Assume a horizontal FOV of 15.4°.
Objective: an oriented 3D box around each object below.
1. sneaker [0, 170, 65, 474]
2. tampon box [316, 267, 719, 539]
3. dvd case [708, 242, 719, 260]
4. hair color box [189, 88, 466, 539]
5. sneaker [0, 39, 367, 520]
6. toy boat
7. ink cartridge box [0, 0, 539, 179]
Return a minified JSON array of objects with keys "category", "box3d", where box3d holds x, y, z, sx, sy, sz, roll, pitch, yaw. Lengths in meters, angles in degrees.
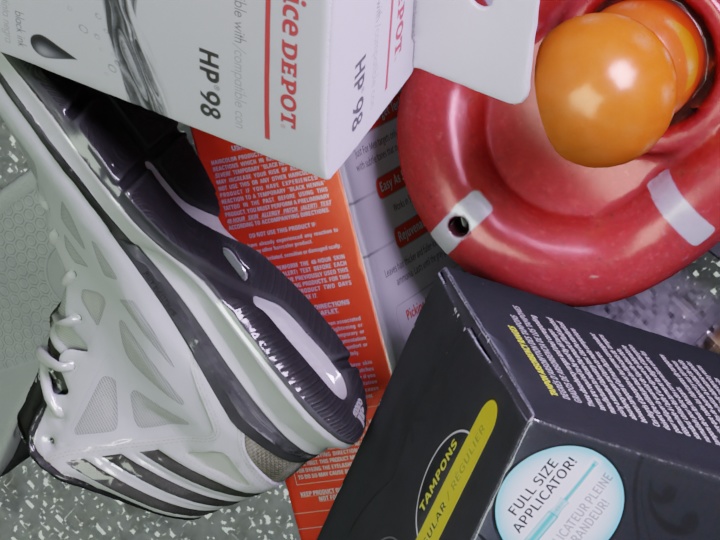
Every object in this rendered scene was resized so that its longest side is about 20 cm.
[{"category":"sneaker","box3d":[-0.112,0.003,1.065,0.071,0.099,0.200,42,128,5]},{"category":"tampon box","box3d":[0.100,0.113,0.935,0.200,0.126,0.150,17,108,-19]},{"category":"dvd case","box3d":[0.135,-0.087,0.982,0.200,0.022,0.146,36,116,12]},{"category":"hair color box","box3d":[0.000,0.000,1.023,0.061,0.101,0.201,-9,100,27]},{"category":"sneaker","box3d":[-0.100,0.008,0.947,0.115,0.076,0.201,-34,99,21]},{"category":"toy boat","box3d":[0.093,-0.069,0.920,0.131,0.131,0.200,49,118,4]},{"category":"ink cartridge box","box3d":[-0.045,-0.108,0.849,0.200,0.067,0.116,22,138,18]}]
